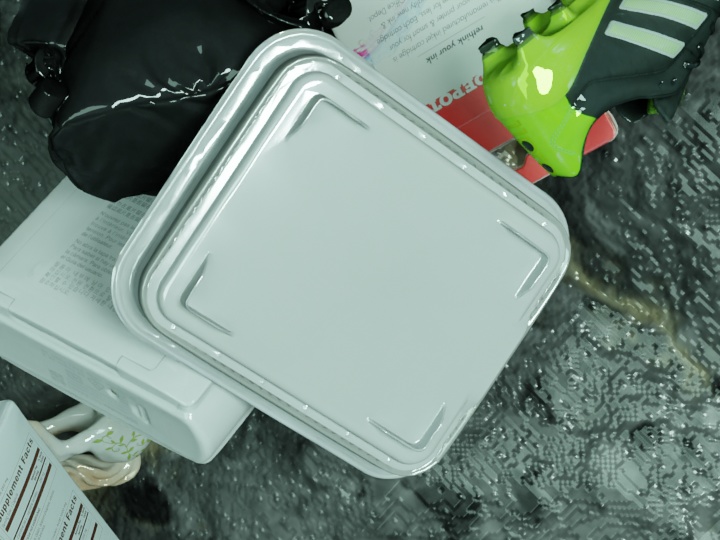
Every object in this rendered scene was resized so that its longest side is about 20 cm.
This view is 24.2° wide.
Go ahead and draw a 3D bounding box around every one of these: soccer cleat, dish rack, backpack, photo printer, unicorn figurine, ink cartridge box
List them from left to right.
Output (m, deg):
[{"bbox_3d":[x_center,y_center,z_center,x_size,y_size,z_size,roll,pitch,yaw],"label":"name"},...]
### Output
[{"bbox_3d":[-0.137,0.055,0.981,0.200,0.137,0.074,-59,33,40],"label":"unicorn figurine"},{"bbox_3d":[-0.106,-0.137,0.885,0.166,0.127,0.200,-10,53,-13],"label":"backpack"},{"bbox_3d":[-0.092,-0.011,0.910,0.166,0.200,0.070,24,148,22],"label":"photo printer"},{"bbox_3d":[0.000,0.000,0.812,0.200,0.044,0.172,33,90,-22],"label":"dish rack"},{"bbox_3d":[0.053,-0.135,0.886,0.116,0.067,0.200,-28,85,24],"label":"ink cartridge box"},{"bbox_3d":[0.143,-0.123,0.817,0.200,0.067,0.081,-39,106,-18],"label":"soccer cleat"}]

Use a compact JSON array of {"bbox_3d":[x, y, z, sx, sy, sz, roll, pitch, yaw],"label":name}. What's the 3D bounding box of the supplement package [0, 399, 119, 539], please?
[{"bbox_3d":[-0.248,0.206,0.969,0.191,0.147,0.200,-12,128,24],"label":"supplement package"}]
